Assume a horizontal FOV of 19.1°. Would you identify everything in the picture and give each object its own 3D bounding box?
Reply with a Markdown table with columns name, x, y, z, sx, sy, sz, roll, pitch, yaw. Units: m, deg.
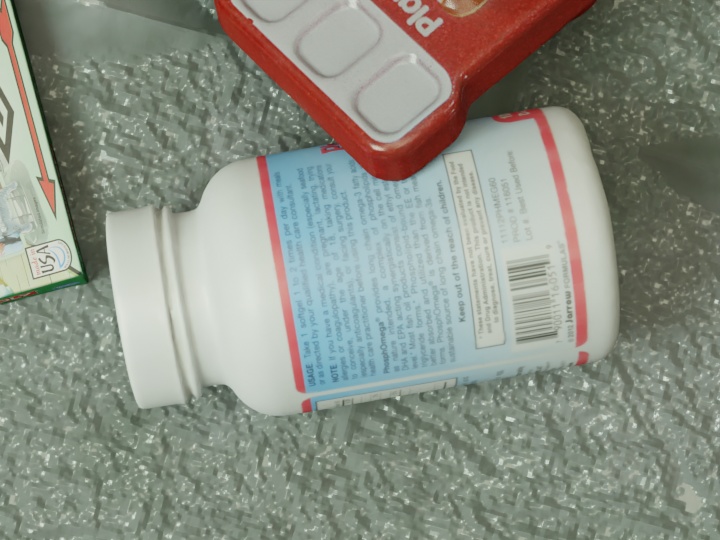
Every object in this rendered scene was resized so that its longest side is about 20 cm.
| name | x | y | z | sx | sy | sz | roll | pitch | yaw |
| --- | --- | --- | --- | --- | --- | --- | --- | --- | --- |
| pill bottle | 0.000 | 0.000 | 0.887 | 0.200 | 0.109 | 0.109 | -9 | 83 | -3 |
| board game box | -0.209 | -0.074 | 0.931 | 0.134 | 0.029 | 0.200 | -16 | 84 | -4 |
| toy fire truck | 0.004 | -0.150 | 0.881 | 0.168 | 0.112 | 0.200 | -40 | 69 | -14 |
